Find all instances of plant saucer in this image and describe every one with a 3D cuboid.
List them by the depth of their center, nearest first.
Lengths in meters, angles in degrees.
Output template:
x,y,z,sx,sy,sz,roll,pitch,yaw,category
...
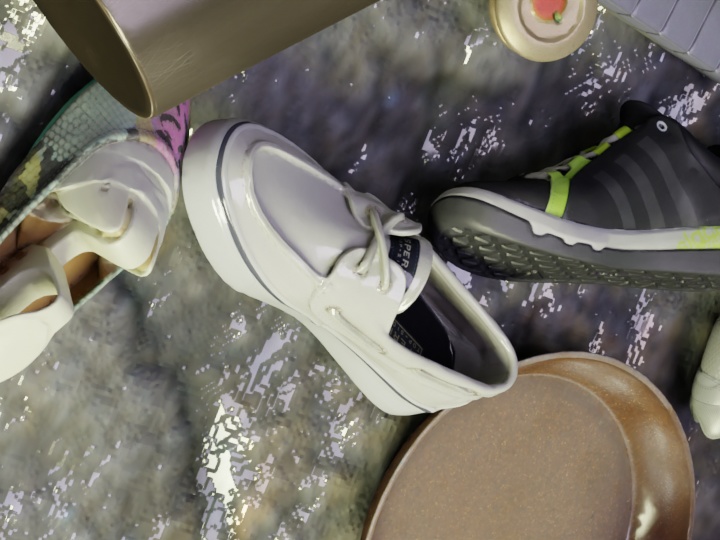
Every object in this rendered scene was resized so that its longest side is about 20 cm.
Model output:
x,y,z,sx,sy,sz,roll,pitch,yaw,category
0.074,0.130,1.366,0.199,0.034,0.202,-12,112,-31,plant saucer

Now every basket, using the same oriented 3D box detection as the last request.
x,y,z,sx,sy,sz,roll,pitch,yaw,category
-0.038,-0.162,1.125,0.200,0.136,0.181,-39,100,-12,basket

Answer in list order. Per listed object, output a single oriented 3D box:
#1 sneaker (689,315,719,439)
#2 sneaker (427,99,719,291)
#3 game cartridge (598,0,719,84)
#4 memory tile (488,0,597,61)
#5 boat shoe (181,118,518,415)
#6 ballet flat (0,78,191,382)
x,y,z,sx,sy,sz,roll,pitch,yaw,category
0.242,0.070,1.446,0.199,0.076,0.092,22,101,-30,sneaker
0.112,-0.038,1.327,0.199,0.072,0.083,6,79,-37,sneaker
0.176,-0.200,1.322,0.129,0.038,0.201,27,90,-42,game cartridge
0.113,-0.200,1.256,0.200,0.017,0.154,-38,112,-11,memory tile
0.000,0.000,1.232,0.200,0.065,0.072,49,47,-38,boat shoe
-0.127,-0.002,1.156,0.200,0.071,0.069,-47,125,-13,ballet flat
